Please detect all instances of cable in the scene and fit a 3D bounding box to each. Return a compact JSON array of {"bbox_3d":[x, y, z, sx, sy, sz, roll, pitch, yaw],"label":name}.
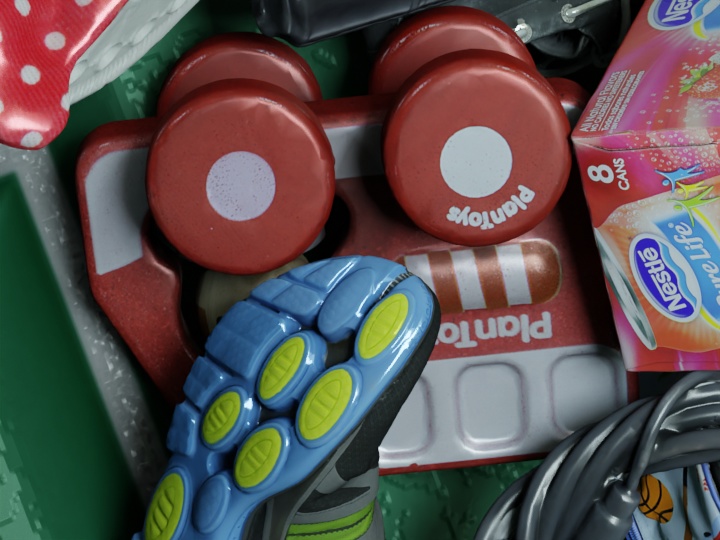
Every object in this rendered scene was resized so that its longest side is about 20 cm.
[{"bbox_3d":[0.113,0.135,0.810,0.162,0.051,0.202,2,92,16],"label":"cable"}]

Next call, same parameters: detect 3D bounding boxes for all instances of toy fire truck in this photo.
[{"bbox_3d":[0.000,0.000,0.829,0.198,0.112,0.169,-7,106,-1],"label":"toy fire truck"}]

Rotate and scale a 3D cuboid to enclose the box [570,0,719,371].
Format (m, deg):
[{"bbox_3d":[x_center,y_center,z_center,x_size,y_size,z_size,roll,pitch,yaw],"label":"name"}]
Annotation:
[{"bbox_3d":[0.155,-0.058,0.837,0.200,0.095,0.100,-58,138,-50],"label":"box"}]

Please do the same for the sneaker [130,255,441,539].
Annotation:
[{"bbox_3d":[-0.024,0.075,0.796,0.082,0.200,0.071,0,38,-40],"label":"sneaker"}]

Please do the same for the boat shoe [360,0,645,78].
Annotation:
[{"bbox_3d":[0.086,-0.114,0.919,0.198,0.073,0.069,-16,98,-35],"label":"boat shoe"}]

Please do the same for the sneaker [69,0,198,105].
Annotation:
[{"bbox_3d":[-0.110,-0.155,0.805,0.146,0.081,0.200,42,54,4],"label":"sneaker"}]

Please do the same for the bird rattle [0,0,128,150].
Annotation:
[{"bbox_3d":[-0.164,-0.088,0.635,0.163,0.112,0.201,-51,141,-35],"label":"bird rattle"}]

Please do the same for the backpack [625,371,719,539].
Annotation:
[{"bbox_3d":[0.189,0.069,0.904,0.190,0.154,0.201,-22,85,-35],"label":"backpack"}]

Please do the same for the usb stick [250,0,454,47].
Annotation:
[{"bbox_3d":[0.045,-0.131,0.836,0.199,0.033,0.056,-20,111,-30],"label":"usb stick"}]
